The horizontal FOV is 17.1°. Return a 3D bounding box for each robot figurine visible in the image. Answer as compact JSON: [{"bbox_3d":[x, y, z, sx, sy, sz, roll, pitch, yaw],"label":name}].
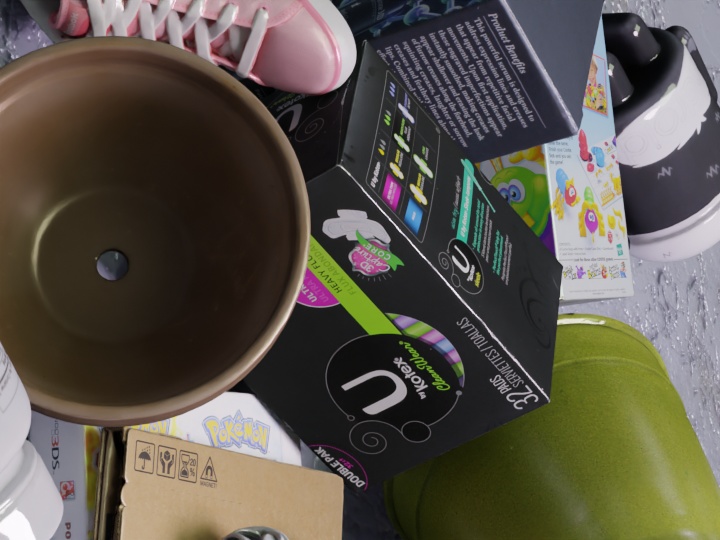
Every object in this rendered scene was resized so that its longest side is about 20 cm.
[{"bbox_3d":[0.206,-0.098,1.776,0.200,0.150,0.125,55,5,-33],"label":"robot figurine"}]

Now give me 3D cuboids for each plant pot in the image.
[{"bbox_3d":[0.142,0.162,1.442,0.200,0.200,0.193,45,7,-41],"label":"plant pot"},{"bbox_3d":[-0.128,-0.012,1.245,0.093,0.199,0.202,110,-17,-74],"label":"plant pot"}]

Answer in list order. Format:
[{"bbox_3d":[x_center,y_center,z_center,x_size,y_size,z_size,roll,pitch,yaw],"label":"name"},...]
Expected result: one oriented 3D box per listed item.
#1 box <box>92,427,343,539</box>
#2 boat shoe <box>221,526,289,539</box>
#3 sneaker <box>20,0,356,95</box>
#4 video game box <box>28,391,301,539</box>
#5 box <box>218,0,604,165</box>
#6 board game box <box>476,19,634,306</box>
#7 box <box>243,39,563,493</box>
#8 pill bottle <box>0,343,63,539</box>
[{"bbox_3d":[-0.076,0.179,1.300,0.200,0.021,0.165,20,70,-54],"label":"box"},{"bbox_3d":[-0.059,0.170,1.255,0.199,0.072,0.069,-14,99,-46],"label":"boat shoe"},{"bbox_3d":[-0.106,-0.139,1.299,0.200,0.075,0.105,35,50,7],"label":"sneaker"},{"bbox_3d":[-0.102,0.157,1.328,0.200,0.047,0.183,9,74,-55],"label":"video game box"},{"bbox_3d":[0.032,-0.139,1.435,0.107,0.199,0.149,57,31,-32],"label":"box"},{"bbox_3d":[0.108,-0.074,1.638,0.105,0.103,0.201,-1,84,-56],"label":"board game box"},{"bbox_3d":[0.000,0.000,1.377,0.200,0.148,0.125,46,32,-26],"label":"box"},{"bbox_3d":[-0.222,0.050,1.111,0.113,0.113,0.201,-51,124,-48],"label":"pill bottle"}]
